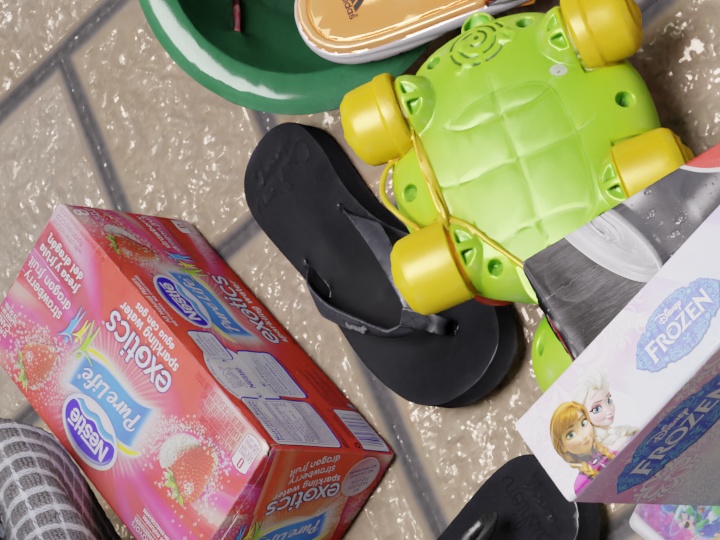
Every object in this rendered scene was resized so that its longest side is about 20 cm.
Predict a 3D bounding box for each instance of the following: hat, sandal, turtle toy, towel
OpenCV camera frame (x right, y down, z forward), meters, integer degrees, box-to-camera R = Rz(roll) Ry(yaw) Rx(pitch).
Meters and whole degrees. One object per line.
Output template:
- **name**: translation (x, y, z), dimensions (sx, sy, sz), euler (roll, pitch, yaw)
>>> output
- **hat**: translation (-0.032, -0.168, 1.311), dimensions (0.164, 0.176, 0.202), euler (-18, 85, 2)
- **sandal**: translation (0.059, -0.157, 1.170), dimensions (0.206, 0.059, 0.080), euler (-27, 76, 9)
- **turtle toy**: translation (0.085, -0.027, 1.143), dimensions (0.145, 0.101, 0.201), euler (-22, 72, 11)
- **sandal**: translation (0.034, 0.166, 1.192), dimensions (0.076, 0.043, 0.201), euler (46, 114, 33)
- **sandal**: translation (-0.001, 0.000, 1.251), dimensions (0.200, 0.043, 0.076), euler (42, 111, 35)
- **towel**: translation (-0.134, 0.188, 1.232), dimensions (0.085, 0.201, 0.166), euler (-28, 44, -5)

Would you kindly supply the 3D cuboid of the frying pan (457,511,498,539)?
- **frying pan**: translation (-0.005, 0.198, 1.160), dimensions (0.115, 0.031, 0.191), euler (-11, 41, 53)

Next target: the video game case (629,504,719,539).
- **video game case**: translation (0.227, 0.090, 1.062), dimensions (0.200, 0.024, 0.183), euler (40, 110, 35)

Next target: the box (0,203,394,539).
- **box**: translation (-0.091, 0.064, 1.283), dimensions (0.200, 0.099, 0.096), euler (47, 113, 33)

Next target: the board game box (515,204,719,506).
- **board game box**: translation (0.185, 0.011, 0.961), dimensions (0.200, 0.199, 0.041), euler (-50, 58, 24)

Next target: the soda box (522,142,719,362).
- **soda box**: translation (0.171, -0.017, 1.040), dimensions (0.199, 0.063, 0.071), euler (-31, 63, 1)
